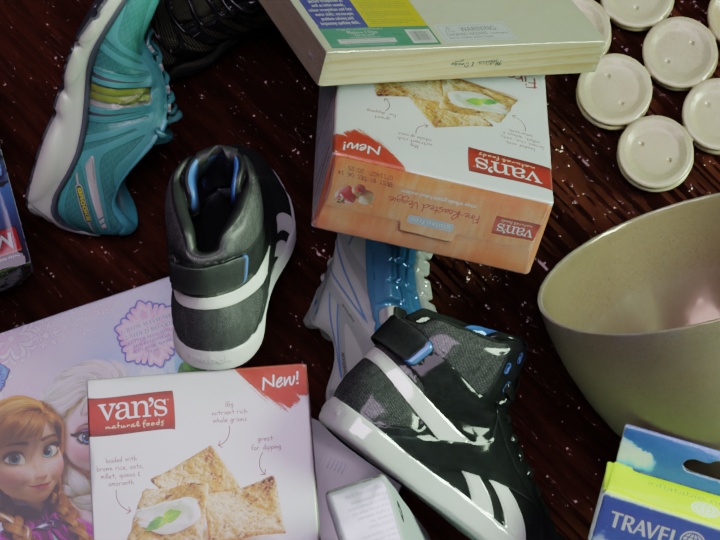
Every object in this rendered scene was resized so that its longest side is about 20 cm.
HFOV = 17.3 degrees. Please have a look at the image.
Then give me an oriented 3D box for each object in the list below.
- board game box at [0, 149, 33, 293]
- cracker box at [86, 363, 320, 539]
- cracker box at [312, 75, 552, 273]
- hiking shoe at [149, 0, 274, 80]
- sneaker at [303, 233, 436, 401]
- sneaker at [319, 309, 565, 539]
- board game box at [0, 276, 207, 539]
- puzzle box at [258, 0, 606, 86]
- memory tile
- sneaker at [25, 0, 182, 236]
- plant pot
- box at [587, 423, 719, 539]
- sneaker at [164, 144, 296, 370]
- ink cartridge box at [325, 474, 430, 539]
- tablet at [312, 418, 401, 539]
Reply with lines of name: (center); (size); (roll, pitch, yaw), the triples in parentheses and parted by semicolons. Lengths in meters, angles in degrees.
board game box: (-0.312, -0.013, 1.510); (0.198, 0.062, 0.201); (-16, 74, -2)
cracker box: (-0.089, 0.161, 1.394); (0.133, 0.058, 0.202); (-5, 74, -1)
cracker box: (0.044, -0.091, 1.447); (0.133, 0.058, 0.201); (12, 37, -8)
hiking shoe: (-0.091, -0.184, 1.530); (0.198, 0.101, 0.076); (-19, 72, -3)
sneaker: (0.000, 0.000, 1.491); (0.086, 0.075, 0.202); (-19, 56, 31)
sneaker: (0.082, 0.100, 1.400); (0.200, 0.073, 0.112); (38, 85, -24)
board game box: (-0.174, 0.128, 1.457); (0.198, 0.041, 0.201); (-19, 75, -4)
puzzle box: (0.036, -0.164, 1.456); (0.198, 0.026, 0.133); (-5, 41, -28)
memory tile: (0.195, -0.160, 1.555); (0.153, 0.017, 0.201); (-31, 74, -7)
sneaker: (-0.148, -0.114, 1.497); (0.079, 0.078, 0.201); (19, 115, -2)
plant pot: (0.219, 0.051, 1.418); (0.199, 0.200, 0.135); (-20, 110, -3)
box: (0.181, 0.200, 1.373); (0.121, 0.048, 0.201); (16, 114, 7)
sneaker: (-0.078, -0.044, 1.439); (0.072, 0.113, 0.201); (0, 38, 1)
ink cartridge box: (0.038, 0.232, 1.347); (0.040, 0.200, 0.202); (-17, 72, 4)
tablet: (-0.084, 0.139, 1.479); (0.199, 0.014, 0.131); (23, 76, 9)
